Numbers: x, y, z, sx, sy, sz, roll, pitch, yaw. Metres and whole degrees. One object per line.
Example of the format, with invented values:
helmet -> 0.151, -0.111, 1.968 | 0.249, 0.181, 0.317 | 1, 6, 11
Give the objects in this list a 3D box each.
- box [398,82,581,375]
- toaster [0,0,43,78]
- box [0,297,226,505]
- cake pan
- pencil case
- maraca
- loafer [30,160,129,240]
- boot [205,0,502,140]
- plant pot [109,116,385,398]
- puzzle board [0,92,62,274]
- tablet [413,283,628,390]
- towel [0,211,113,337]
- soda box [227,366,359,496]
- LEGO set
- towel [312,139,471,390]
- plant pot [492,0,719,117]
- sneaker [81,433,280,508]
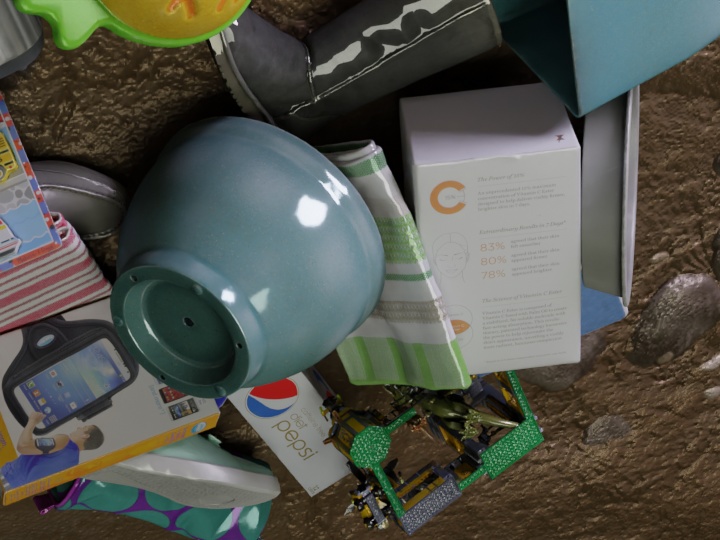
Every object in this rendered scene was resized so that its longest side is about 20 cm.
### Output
box -> 0.099, -0.029, 1.508 | 0.124, 0.098, 0.201 | -6, 126, -3
toaster -> -0.295, -0.184, 1.285 | 0.199, 0.114, 0.130 | -21, 131, -3
box -> -0.200, 0.087, 1.514 | 0.199, 0.120, 0.042 | -21, 164, -16
cake pan -> 0.195, -0.073, 1.543 | 0.037, 0.201, 0.201 | 2, 132, 9
pencil case -> -0.169, 0.182, 1.664 | 0.199, 0.085, 0.093 | 21, 109, -34
maraca -> -0.147, -0.213, 1.308 | 0.199, 0.107, 0.138 | -16, 94, -37
loafer -> -0.263, -0.040, 1.447 | 0.199, 0.070, 0.070 | -1, 128, -22
boot -> -0.006, -0.179, 1.440 | 0.199, 0.073, 0.182 | -24, 147, 7
plant pot -> -0.099, 0.009, 1.444 | 0.199, 0.134, 0.201 | 18, 134, 20
puzzle board -> -0.327, -0.047, 1.378 | 0.199, 0.151, 0.017 | -23, 174, -3
tablet -> 0.127, 0.048, 1.689 | 0.199, 0.014, 0.130 | -23, 152, 6
towel -> -0.264, 0.019, 1.479 | 0.146, 0.030, 0.200 | -24, 162, -2
soda box -> -0.067, 0.100, 1.649 | 0.063, 0.068, 0.200 | -31, 133, 4
LEGO set -> 0.048, 0.117, 1.646 | 0.200, 0.116, 0.154 | -42, 124, -10
towel -> 0.000, 0.000, 1.497 | 0.031, 0.149, 0.201 | -31, 107, -31
plant pot -> 0.204, -0.238, 1.439 | 0.199, 0.141, 0.142 | -25, 134, -12
sneaker -> -0.148, 0.119, 1.591 | 0.200, 0.119, 0.074 | 19, 149, -29
